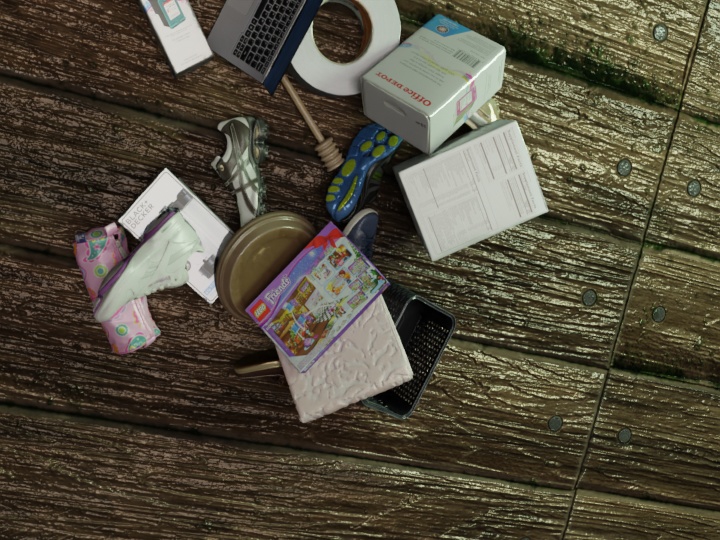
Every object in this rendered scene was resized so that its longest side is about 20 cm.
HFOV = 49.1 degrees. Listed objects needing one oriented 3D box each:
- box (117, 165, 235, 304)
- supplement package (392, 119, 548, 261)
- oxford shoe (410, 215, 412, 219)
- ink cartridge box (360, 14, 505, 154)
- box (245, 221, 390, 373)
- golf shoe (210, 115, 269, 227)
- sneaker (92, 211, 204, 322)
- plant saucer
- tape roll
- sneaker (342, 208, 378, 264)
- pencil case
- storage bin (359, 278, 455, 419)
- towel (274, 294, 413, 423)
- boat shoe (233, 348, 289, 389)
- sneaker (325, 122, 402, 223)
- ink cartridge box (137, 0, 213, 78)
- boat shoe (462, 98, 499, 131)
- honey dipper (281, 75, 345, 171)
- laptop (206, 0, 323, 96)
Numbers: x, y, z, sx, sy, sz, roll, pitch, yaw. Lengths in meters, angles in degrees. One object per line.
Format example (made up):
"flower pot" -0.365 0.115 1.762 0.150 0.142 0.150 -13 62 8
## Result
"box" -0.279 -0.056 1.271 0.117 0.060 0.200 -46 108 -3
"supplement package" 0.171 -0.133 1.273 0.196 0.152 0.153 -23 100 3
"oxford shoe" 0.180 -0.131 1.390 0.196 0.058 0.076 -22 134 3
"ink cartridge box" 0.115 -0.300 1.260 0.200 0.144 0.085 -43 152 -25
"box" -0.068 0.043 1.255 0.200 0.039 0.137 -45 79 0
"golf shoe" -0.196 -0.146 1.278 0.092 0.078 0.205 2 91 -7
"sneaker" -0.317 0.009 1.191 0.100 0.075 0.201 47 74 -23
"plant saucer" -0.143 0.001 1.291 0.197 0.029 0.204 -19 127 -28
"tape roll" -0.036 -0.386 1.277 0.195 0.066 0.205 -3 101 -14
"sneaker" 0.000 0.000 1.329 0.074 0.084 0.204 1 114 -50
"pencil case" -0.384 0.027 1.244 0.086 0.087 0.204 -18 105 -11
"storage bin" 0.058 0.135 1.357 0.134 0.093 0.203 27 89 -39
"towel" -0.037 0.121 1.276 0.196 0.032 0.195 -23 79 6
"boat shoe" -0.118 0.174 1.353 0.196 0.072 0.074 -6 101 -21
"sneaker" 0.006 -0.166 1.330 0.070 0.083 0.202 28 75 16
"ink cartridge box" -0.294 -0.398 1.177 0.066 0.116 0.203 -27 105 -8
"boat shoe" 0.210 -0.267 1.361 0.197 0.075 0.069 29 97 -17
"honey dipper" -0.091 -0.258 1.300 0.038 0.038 0.202 -33 105 -7
"laptop" -0.139 -0.381 1.166 0.198 0.116 0.189 34 101 13
